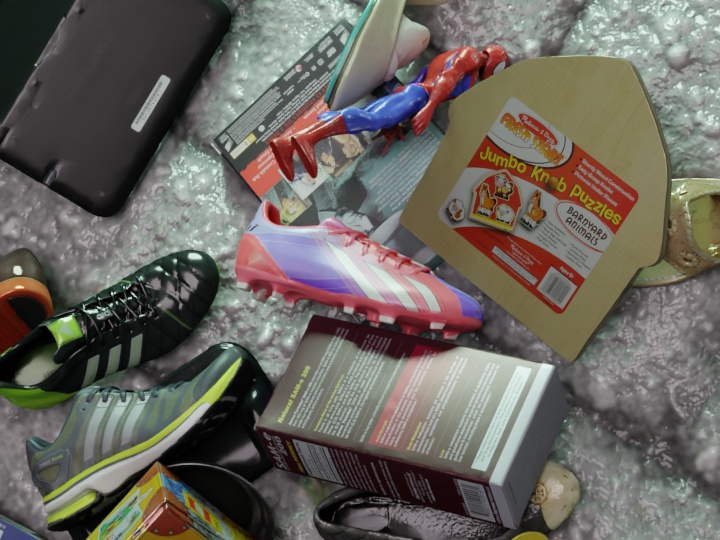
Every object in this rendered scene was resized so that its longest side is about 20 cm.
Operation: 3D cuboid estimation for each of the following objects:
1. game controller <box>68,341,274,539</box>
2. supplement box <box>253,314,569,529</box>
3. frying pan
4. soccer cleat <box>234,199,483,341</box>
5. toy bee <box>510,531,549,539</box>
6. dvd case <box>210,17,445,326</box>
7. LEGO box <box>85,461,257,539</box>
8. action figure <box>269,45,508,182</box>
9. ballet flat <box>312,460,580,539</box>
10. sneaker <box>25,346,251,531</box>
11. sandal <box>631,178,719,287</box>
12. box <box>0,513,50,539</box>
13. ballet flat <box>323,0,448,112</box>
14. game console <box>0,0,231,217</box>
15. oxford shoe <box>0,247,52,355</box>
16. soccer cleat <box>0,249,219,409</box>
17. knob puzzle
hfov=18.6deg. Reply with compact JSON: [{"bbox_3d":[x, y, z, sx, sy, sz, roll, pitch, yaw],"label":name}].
[{"bbox_3d":[-0.148,0.144,1.694,0.200,0.042,0.104,-35,84,10],"label":"game controller"},{"bbox_3d":[0.037,0.107,1.590,0.199,0.061,0.109,12,57,26],"label":"supplement box"},{"bbox_3d":[-0.148,0.205,1.660,0.190,0.115,0.031,-36,24,25],"label":"frying pan"},{"bbox_3d":[0.000,0.000,1.632,0.199,0.067,0.077,11,80,22],"label":"soccer cleat"},{"bbox_3d":[0.118,0.259,1.545,0.200,0.108,0.131,56,133,27],"label":"toy bee"},{"bbox_3d":[-0.004,-0.076,1.692,0.146,0.022,0.200,-43,67,7],"label":"dvd case"},{"bbox_3d":[-0.156,0.267,1.603,0.149,0.077,0.200,41,96,-19],"label":"LEGO box"},{"bbox_3d":[0.030,-0.121,1.634,0.200,0.065,0.052,-31,97,-24],"label":"action figure"},{"bbox_3d":[0.062,0.176,1.595,0.199,0.057,0.067,-12,76,17],"label":"ballet flat"},{"bbox_3d":[-0.170,0.112,1.643,0.200,0.074,0.081,-35,81,8],"label":"sneaker"},{"bbox_3d":[0.250,-0.037,1.566,0.211,0.070,0.078,-6,77,19],"label":"sandal"},{"bbox_3d":[-0.309,0.290,1.718,0.121,0.032,0.201,24,86,23],"label":"box"},{"bbox_3d":[0.032,-0.203,1.675,0.069,0.069,0.201,12,71,22],"label":"ballet flat"},{"bbox_3d":[-0.226,-0.169,1.794,0.176,0.116,0.200,31,91,-7],"label":"game console"},{"bbox_3d":[-0.328,0.056,1.768,0.200,0.071,0.073,-33,40,15],"label":"oxford shoe"},{"bbox_3d":[-0.199,0.047,1.703,0.200,0.081,0.068,-32,70,11],"label":"soccer cleat"},{"bbox_3d":[0.145,-0.066,1.593,0.219,0.030,0.221,2,93,30],"label":"knob puzzle"}]
